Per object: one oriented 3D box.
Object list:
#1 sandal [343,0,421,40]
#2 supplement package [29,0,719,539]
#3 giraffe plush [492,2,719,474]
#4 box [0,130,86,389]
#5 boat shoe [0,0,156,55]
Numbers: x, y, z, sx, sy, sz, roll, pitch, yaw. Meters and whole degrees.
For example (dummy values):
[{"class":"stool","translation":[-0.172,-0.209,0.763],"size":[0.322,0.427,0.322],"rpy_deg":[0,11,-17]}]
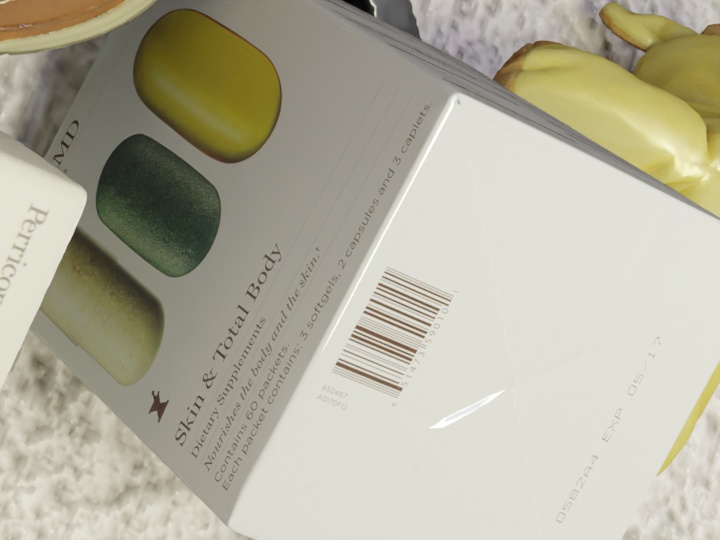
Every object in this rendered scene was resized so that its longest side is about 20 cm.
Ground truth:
[{"class":"sandal","translation":[-0.029,-0.145,1.065],"size":[0.048,0.075,0.201],"rpy_deg":[-26,104,-19]},{"class":"supplement package","translation":[0.000,0.000,0.967],"size":[0.150,0.200,0.152],"rpy_deg":[23,98,-36]},{"class":"giraffe plush","translation":[0.125,-0.038,1.146],"size":[0.173,0.199,0.162],"rpy_deg":[58,24,-13]},{"class":"box","translation":[-0.206,-0.015,0.862],"size":[0.199,0.109,0.128],"rpy_deg":[23,94,-36]},{"class":"boat shoe","translation":[-0.064,-0.142,0.925],"size":[0.200,0.074,0.076],"rpy_deg":[-34,73,-30]}]
